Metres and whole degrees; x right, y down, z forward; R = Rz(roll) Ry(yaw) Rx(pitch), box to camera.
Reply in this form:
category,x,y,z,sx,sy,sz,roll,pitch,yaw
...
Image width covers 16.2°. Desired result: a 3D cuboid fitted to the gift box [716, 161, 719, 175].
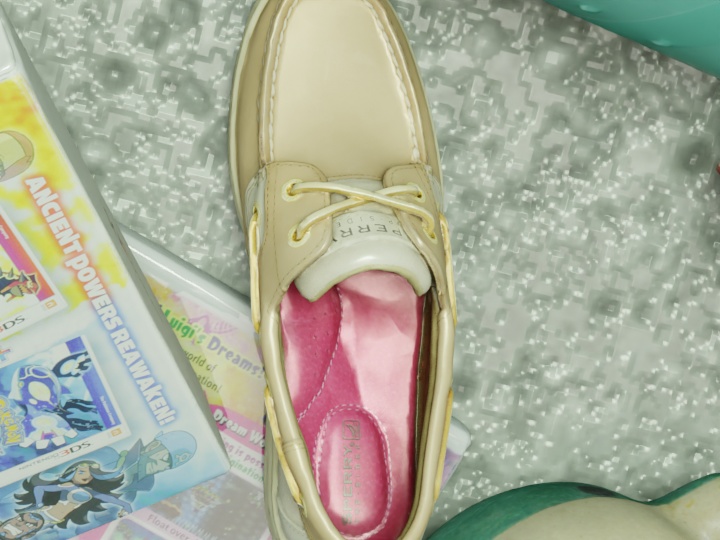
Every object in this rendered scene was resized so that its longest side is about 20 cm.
category,x,y,z,sx,sy,sz,roll,pitch,yaw
gift box,0.252,-0.018,0.764,0.200,0.185,0.187,33,107,-33

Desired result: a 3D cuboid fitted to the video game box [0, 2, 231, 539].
category,x,y,z,sx,sy,sz,roll,pitch,yaw
video game box,-0.152,0.027,0.738,0.182,0.047,0.200,-21,140,1

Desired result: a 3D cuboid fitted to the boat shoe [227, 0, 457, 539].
category,x,y,z,sx,sy,sz,roll,pitch,yaw
boat shoe,0.000,0.000,0.797,0.074,0.069,0.200,-5,88,-12

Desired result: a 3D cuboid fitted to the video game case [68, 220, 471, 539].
category,x,y,z,sx,sy,sz,roll,pitch,yaw
video game case,-0.093,0.081,0.843,0.200,0.024,0.182,30,96,-8

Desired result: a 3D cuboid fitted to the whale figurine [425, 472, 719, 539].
category,x,y,z,sx,sy,sz,roll,pitch,yaw
whale figurine,0.092,0.137,0.843,0.200,0.104,0.159,12,100,-31

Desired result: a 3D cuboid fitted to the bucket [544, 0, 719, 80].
category,x,y,z,sx,sy,sz,roll,pitch,yaw
bucket,0.124,-0.147,0.713,0.135,0.207,0.207,25,99,-41
